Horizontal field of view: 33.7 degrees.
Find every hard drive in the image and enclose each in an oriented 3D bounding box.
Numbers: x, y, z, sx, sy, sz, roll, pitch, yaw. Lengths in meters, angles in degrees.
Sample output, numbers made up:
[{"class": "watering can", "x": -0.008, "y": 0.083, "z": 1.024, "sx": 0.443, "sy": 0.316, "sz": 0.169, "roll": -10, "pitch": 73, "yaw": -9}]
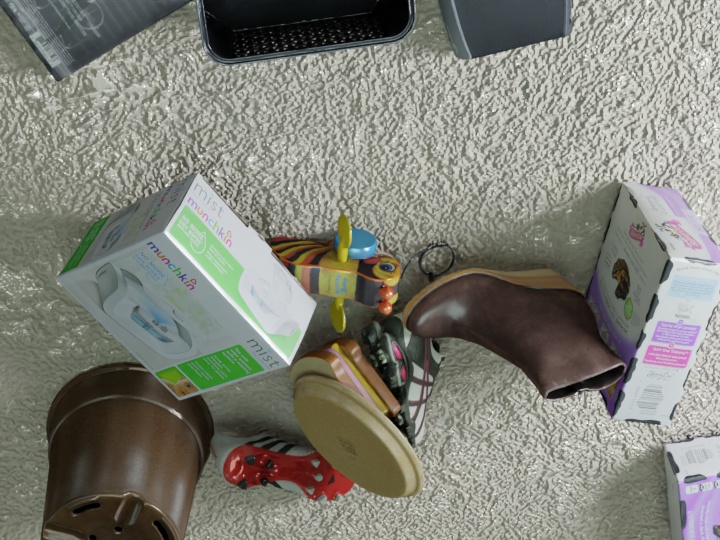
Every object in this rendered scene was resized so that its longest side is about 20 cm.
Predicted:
[{"class": "hard drive", "x": 0.133, "y": -0.303, "z": 1.132, "sx": 0.134, "sy": 0.042, "sz": 0.201, "roll": -12, "pitch": 121, "yaw": 3}]

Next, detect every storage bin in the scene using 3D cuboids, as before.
[{"class": "storage bin", "x": -0.056, "y": -0.279, "z": 1.096, "sx": 0.198, "sy": 0.094, "sz": 0.136, "roll": -9, "pitch": 121, "yaw": -5}]

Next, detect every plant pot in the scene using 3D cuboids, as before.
[{"class": "plant pot", "x": -0.267, "y": 0.243, "z": 1.337, "sx": 0.198, "sy": 0.199, "sz": 0.202, "roll": -2, "pitch": 121, "yaw": -4}]

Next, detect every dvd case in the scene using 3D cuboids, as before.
[{"class": "dvd case", "x": -0.251, "y": -0.289, "z": 1.130, "sx": 0.199, "sy": 0.016, "sz": 0.149, "roll": -28, "pitch": 119, "yaw": 12}]

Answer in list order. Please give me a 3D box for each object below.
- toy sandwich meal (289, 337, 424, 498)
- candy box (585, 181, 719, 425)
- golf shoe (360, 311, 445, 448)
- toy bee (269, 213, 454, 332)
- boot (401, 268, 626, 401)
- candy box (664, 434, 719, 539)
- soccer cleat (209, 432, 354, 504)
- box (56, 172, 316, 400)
[{"class": "toy sandwich meal", "x": 0.002, "y": 0.169, "z": 1.337, "sx": 0.070, "sy": 0.204, "sz": 0.206, "roll": -46, "pitch": 123, "yaw": -28}, {"class": "candy box", "x": 0.305, "y": 0.033, "z": 1.269, "sx": 0.071, "sy": 0.168, "sz": 0.202, "roll": 7, "pitch": 120, "yaw": -10}, {"class": "golf shoe", "x": 0.062, "y": 0.128, "z": 1.362, "sx": 0.088, "sy": 0.077, "sz": 0.201, "roll": -27, "pitch": 137, "yaw": -18}, {"class": "toy bee", "x": 0.000, "y": 0.000, "z": 1.265, "sx": 0.198, "sy": 0.109, "sz": 0.132, "roll": -17, "pitch": 119, "yaw": 6}, {"class": "boot", "x": 0.158, "y": 0.070, "z": 1.243, "sx": 0.198, "sy": 0.167, "sz": 0.073, "roll": -12, "pitch": 131, "yaw": -13}, {"class": "candy box", "x": 0.487, "y": 0.282, "z": 1.475, "sx": 0.198, "sy": 0.072, "sz": 0.169, "roll": -12, "pitch": 120, "yaw": 4}, {"class": "soccer cleat", "x": -0.090, "y": 0.230, "z": 1.421, "sx": 0.199, "sy": 0.085, "sz": 0.069, "roll": 14, "pitch": 103, "yaw": -38}, {"class": "box", "x": -0.177, "y": 0.021, "z": 1.239, "sx": 0.175, "sy": 0.097, "sz": 0.200, "roll": -18, "pitch": 124, "yaw": 37}]
